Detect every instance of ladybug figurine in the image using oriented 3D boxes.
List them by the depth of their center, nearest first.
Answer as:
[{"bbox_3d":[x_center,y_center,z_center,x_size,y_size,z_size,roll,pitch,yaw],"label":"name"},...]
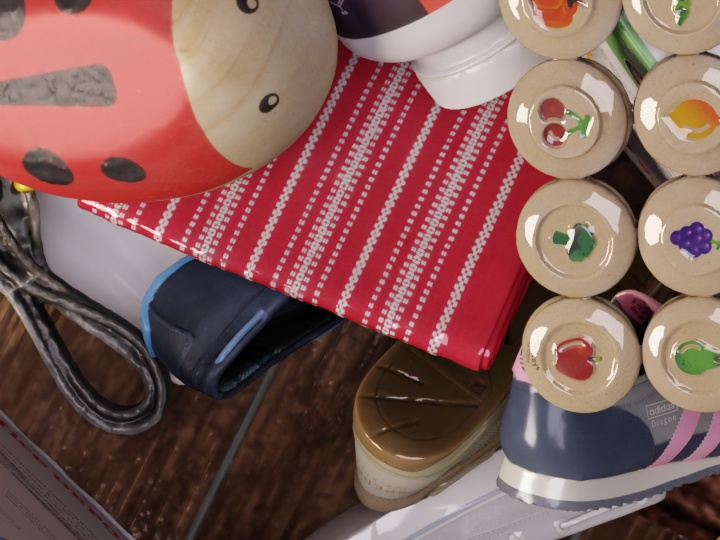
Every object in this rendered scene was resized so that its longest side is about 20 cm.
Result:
[{"bbox_3d":[-0.108,-0.086,1.184,0.199,0.072,0.136,-7,110,29],"label":"ladybug figurine"}]

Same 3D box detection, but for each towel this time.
[{"bbox_3d":[-0.005,-0.051,1.251,0.200,0.022,0.145,22,70,11],"label":"towel"}]

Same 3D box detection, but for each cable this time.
[{"bbox_3d":[-0.160,-0.008,1.279,0.097,0.050,0.200,-24,92,3],"label":"cable"}]

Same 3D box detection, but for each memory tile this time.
[{"bbox_3d":[0.133,-0.038,1.136,0.153,0.017,0.201,0,106,16],"label":"memory tile"}]

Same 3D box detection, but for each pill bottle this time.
[{"bbox_3d":[0.009,-0.166,1.182,0.112,0.112,0.200,-37,114,1],"label":"pill bottle"}]

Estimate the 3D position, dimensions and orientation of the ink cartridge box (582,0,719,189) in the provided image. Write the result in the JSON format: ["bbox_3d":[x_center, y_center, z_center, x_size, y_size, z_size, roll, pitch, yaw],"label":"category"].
[{"bbox_3d":[0.165,-0.074,1.239,0.084,0.200,0.145,-37,94,-2],"label":"ink cartridge box"}]

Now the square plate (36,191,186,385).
[{"bbox_3d":[-0.096,-0.084,1.316,0.200,0.028,0.198,39,92,-4],"label":"square plate"}]

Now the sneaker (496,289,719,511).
[{"bbox_3d":[0.140,0.045,1.260,0.070,0.200,0.082,17,113,39],"label":"sneaker"}]

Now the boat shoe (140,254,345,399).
[{"bbox_3d":[0.000,0.000,1.286,0.200,0.084,0.069,-35,51,-10],"label":"boat shoe"}]

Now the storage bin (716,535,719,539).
[{"bbox_3d":[0.245,0.147,1.261,0.200,0.199,0.094,-46,111,2],"label":"storage bin"}]

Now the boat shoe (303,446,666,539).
[{"bbox_3d":[0.047,0.124,1.319,0.200,0.072,0.069,-27,94,-9],"label":"boat shoe"}]

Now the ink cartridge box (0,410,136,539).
[{"bbox_3d":[-0.171,0.128,1.242,0.145,0.200,0.084,45,94,-4],"label":"ink cartridge box"}]

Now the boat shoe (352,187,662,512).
[{"bbox_3d":[0.068,0.035,1.292,0.072,0.065,0.200,38,58,18],"label":"boat shoe"}]
